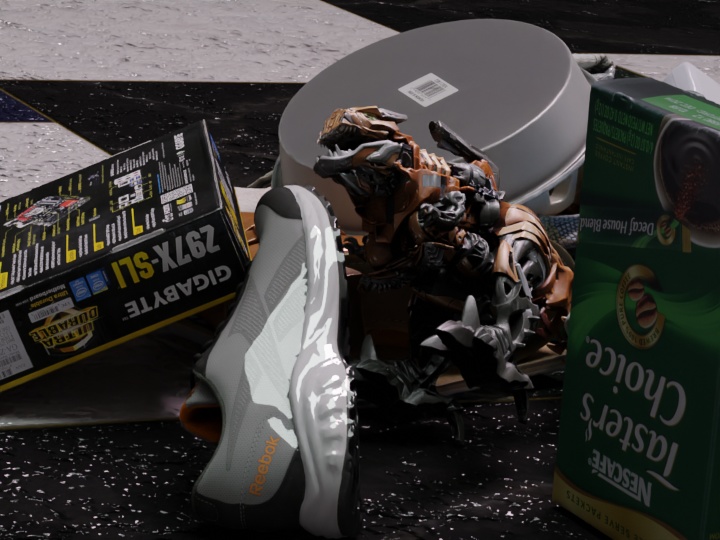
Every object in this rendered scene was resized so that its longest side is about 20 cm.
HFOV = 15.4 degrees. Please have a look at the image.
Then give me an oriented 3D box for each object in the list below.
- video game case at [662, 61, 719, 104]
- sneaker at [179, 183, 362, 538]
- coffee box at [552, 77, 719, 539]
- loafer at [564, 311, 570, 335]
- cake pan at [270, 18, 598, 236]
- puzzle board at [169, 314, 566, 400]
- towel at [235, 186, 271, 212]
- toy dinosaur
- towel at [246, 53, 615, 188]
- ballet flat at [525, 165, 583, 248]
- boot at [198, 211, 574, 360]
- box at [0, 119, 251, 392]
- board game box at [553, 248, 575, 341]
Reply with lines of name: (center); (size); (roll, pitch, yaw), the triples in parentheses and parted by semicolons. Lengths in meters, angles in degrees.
video game case: (0.242, 0.000, 1.336); (0.200, 0.022, 0.182); (32, 30, -29)
sneaker: (-0.042, 0.035, 1.188); (0.079, 0.074, 0.200); (-3, 44, 1)
coffee box: (0.139, 0.027, 1.154); (0.044, 0.201, 0.123); (-5, 19, -28)
loafer: (0.175, 0.069, 1.238); (0.070, 0.070, 0.200); (-12, 35, -38)
cake pan: (0.041, -0.086, 1.509); (0.200, 0.037, 0.200); (-13, 30, 8)
puzzle board: (-0.008, 0.036, 1.427); (0.200, 0.017, 0.151); (18, 20, 40)
towel: (-0.098, -0.027, 1.560); (0.200, 0.035, 0.132); (5, 11, 21)
toy dinosaur: (0.057, 0.003, 1.291); (0.200, 0.102, 0.136); (25, 55, -7)
towel: (0.041, -0.092, 1.709); (0.192, 0.035, 0.200); (-26, -7, 34)
ballet flat: (0.109, -0.040, 1.552); (0.200, 0.072, 0.072); (-5, 18, -38)
boot: (0.000, 0.000, 1.400); (0.200, 0.074, 0.155); (-1, 12, -34)
box: (-0.138, -0.008, 1.342); (0.159, 0.049, 0.200); (-24, 16, 0)
board game box: (0.110, -0.002, 1.600); (0.134, 0.029, 0.200); (16, 17, 29)
